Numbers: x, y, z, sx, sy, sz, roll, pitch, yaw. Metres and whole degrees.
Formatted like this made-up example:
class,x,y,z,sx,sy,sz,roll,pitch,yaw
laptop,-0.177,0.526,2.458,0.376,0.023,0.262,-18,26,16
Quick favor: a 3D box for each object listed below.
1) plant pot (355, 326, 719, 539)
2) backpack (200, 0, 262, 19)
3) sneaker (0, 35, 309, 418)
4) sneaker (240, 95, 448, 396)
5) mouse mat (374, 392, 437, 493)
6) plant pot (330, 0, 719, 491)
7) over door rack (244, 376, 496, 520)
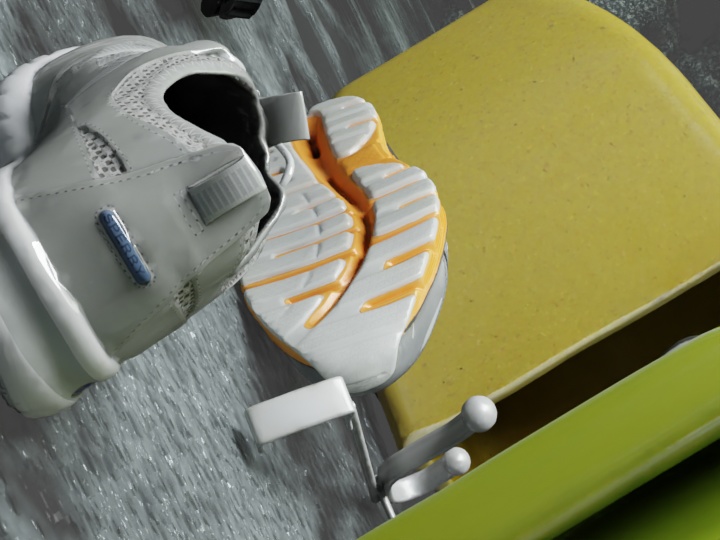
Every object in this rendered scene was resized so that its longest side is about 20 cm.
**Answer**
class,x,y,z,sx,sy,sz,roll,pitch,yaw
plant pot,0.079,0.141,0.494,0.182,0.200,0.199,60,4,36
backpack,-0.021,-0.214,0.935,0.135,0.200,0.183,66,8,11
sneaker,-0.046,-0.021,0.562,0.075,0.082,0.200,62,8,-17
sneaker,0.000,0.000,0.861,0.200,0.078,0.077,-97,169,-65
mouse mat,0.006,0.027,1.069,0.200,0.008,0.161,58,10,-36
plant pot,0.087,-0.014,1.057,0.200,0.195,0.194,61,6,28
over door rack,0.040,0.116,0.768,0.148,0.067,0.200,66,7,16
